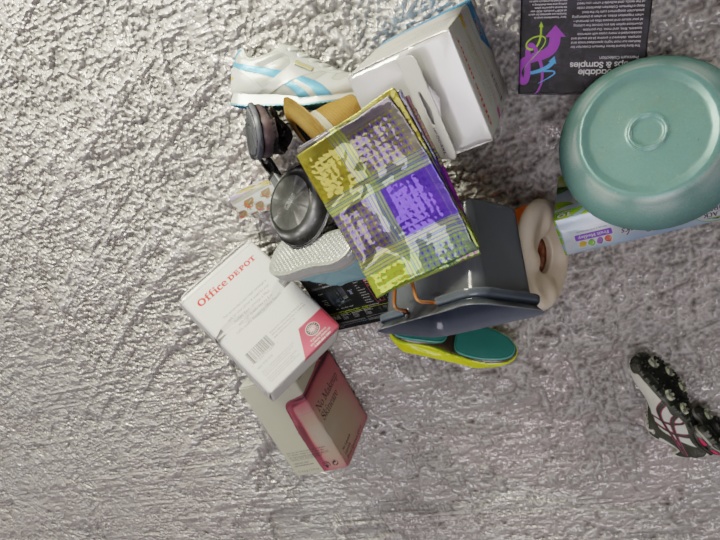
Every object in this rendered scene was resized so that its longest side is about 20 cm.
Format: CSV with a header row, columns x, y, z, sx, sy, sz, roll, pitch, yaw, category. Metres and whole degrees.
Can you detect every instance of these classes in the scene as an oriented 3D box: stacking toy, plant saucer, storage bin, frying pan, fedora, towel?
x,y,z,sx,sy,sz,roll,pitch,yaw,category
0.171,-0.021,0.935,0.200,0.146,0.146,1,122,39,stacking toy
0.311,-0.144,0.732,0.199,0.036,0.201,-6,77,27,plant saucer
0.106,-0.001,0.839,0.145,0.135,0.200,7,162,-33,storage bin
-0.096,-0.122,0.931,0.115,0.031,0.190,-35,63,34,frying pan
-0.011,-0.155,0.845,0.082,0.201,0.201,-42,103,-2,fedora
0.029,-0.078,0.740,0.143,0.023,0.200,-23,102,23,towel

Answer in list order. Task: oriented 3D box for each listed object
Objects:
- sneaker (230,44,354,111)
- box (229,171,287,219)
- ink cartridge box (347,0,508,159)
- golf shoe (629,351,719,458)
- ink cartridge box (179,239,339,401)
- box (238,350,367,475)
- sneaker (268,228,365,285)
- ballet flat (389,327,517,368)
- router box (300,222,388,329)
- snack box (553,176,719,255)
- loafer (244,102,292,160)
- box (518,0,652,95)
x,y,z,sx,sy,sz,roll,pitch,yaw,category
-0.074,-0.252,0.890,0.199,0.077,0.081,1,96,7,sneaker
-0.099,-0.124,0.997,0.199,0.041,0.039,-14,114,26,box
0.082,-0.210,0.786,0.125,0.200,0.129,-17,113,27,ink cartridge box
0.444,0.206,0.991,0.200,0.077,0.088,46,130,-10,golf shoe
-0.152,0.075,1.033,0.200,0.146,0.085,43,162,11,ink cartridge box
-0.091,0.225,1.151,0.109,0.128,0.200,-18,113,27,box
-0.050,-0.005,0.930,0.082,0.074,0.200,36,159,-32,sneaker
0.142,0.116,1.053,0.199,0.067,0.067,10,144,16,ballet flat
0.000,0.000,0.996,0.200,0.062,0.150,-16,115,44,router box
0.337,-0.091,0.806,0.199,0.142,0.053,-15,114,25,snack box
-0.116,-0.181,0.887,0.063,0.200,0.072,-10,98,-11,loafer
0.254,-0.301,0.773,0.143,0.036,0.201,5,120,17,box
